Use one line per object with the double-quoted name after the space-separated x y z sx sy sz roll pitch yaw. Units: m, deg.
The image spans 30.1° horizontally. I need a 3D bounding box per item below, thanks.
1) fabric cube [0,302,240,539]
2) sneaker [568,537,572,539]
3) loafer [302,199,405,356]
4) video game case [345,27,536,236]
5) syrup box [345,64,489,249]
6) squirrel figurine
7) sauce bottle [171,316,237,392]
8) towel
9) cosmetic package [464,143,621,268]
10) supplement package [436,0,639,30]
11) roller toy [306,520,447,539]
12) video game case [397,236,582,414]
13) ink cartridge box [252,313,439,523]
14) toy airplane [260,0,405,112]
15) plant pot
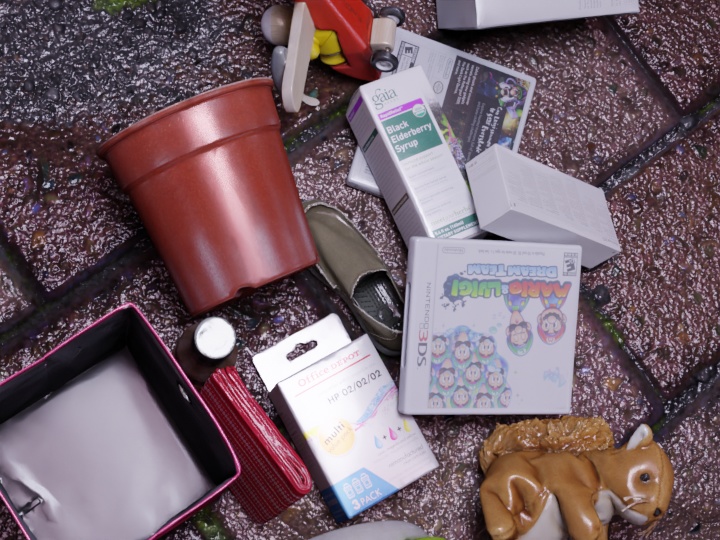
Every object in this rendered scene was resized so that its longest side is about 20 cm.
-0.251 0.180 1.294 0.199 0.199 0.197 -33 83 -17 "fabric cube"
0.285 0.350 1.429 0.199 0.075 0.088 28 67 -4 "sneaker"
0.000 0.000 1.457 0.075 0.070 0.200 -40 87 -18 "loafer"
0.095 -0.161 1.543 0.180 0.023 0.202 19 72 -6 "video game case"
0.064 -0.114 1.470 0.078 0.081 0.202 -22 82 -17 "syrup box"
0.225 0.211 1.390 0.185 0.201 0.142 -26 125 12 "squirrel figurine"
-0.156 0.088 1.336 0.064 0.200 0.066 3 77 -12 "sauce bottle"
-0.115 0.177 1.322 0.022 0.200 0.145 -34 84 -25 "towel"
0.201 -0.067 1.466 0.199 0.050 0.083 17 50 -43 "cosmetic package"
0.193 -0.379 1.523 0.198 0.147 0.194 -8 101 -14 "supplement package"
-0.003 0.340 1.304 0.180 0.200 0.141 -7 63 -19 "roller toy"
0.138 0.060 1.413 0.198 0.024 0.184 2 94 -22 "video game case"
-0.019 0.149 1.417 0.114 0.068 0.201 -27 83 -17 "ink cartridge box"
-0.058 -0.282 1.447 0.200 0.140 0.201 -34 110 -53 "toy airplane"
-0.146 -0.069 1.391 0.199 0.201 0.197 -22 89 -16 "plant pot"
